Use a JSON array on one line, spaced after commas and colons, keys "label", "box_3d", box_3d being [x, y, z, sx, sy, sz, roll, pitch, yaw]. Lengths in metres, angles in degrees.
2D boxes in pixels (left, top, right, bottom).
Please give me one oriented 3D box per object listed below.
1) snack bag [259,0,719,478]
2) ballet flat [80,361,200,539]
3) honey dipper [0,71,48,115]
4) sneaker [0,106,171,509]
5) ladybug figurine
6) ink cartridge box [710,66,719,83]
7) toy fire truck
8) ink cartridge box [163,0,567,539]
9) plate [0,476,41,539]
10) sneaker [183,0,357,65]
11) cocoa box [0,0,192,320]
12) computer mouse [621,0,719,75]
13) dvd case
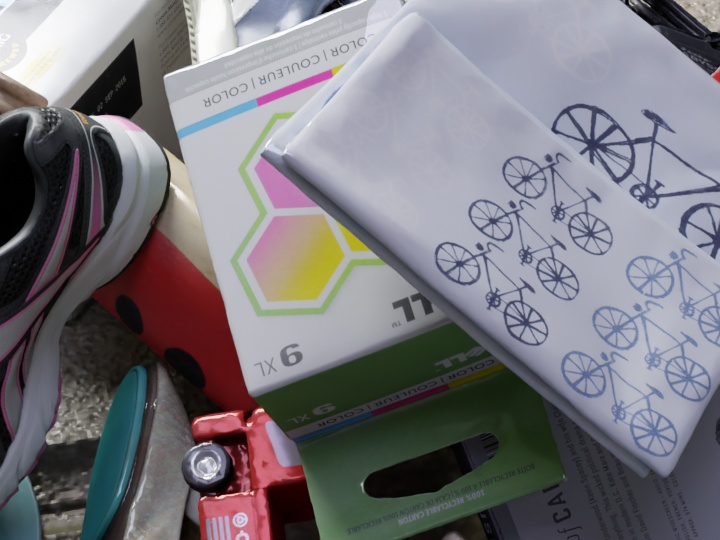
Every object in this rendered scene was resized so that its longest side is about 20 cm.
[{"label": "snack bag", "box_3d": [0.084, -0.040, 0.874, 0.188, 0.021, 0.200, 40, 49, 2]}, {"label": "ballet flat", "box_3d": [-0.089, 0.128, 0.946, 0.062, 0.068, 0.201, 24, 46, -15]}, {"label": "honey dipper", "box_3d": [-0.200, 0.004, 0.979, 0.038, 0.038, 0.201, 30, 90, 30]}, {"label": "sneaker", "box_3d": [-0.165, 0.015, 0.942, 0.080, 0.086, 0.201, 26, 91, 33]}, {"label": "ladybug figurine", "box_3d": [-0.059, 0.016, 1.009, 0.200, 0.136, 0.072, 38, 86, 25]}, {"label": "ink cartridge box", "box_3d": [0.259, -0.055, 1.018, 0.200, 0.045, 0.176, 40, 24, 6]}, {"label": "toy fire truck", "box_3d": [0.008, 0.142, 0.888, 0.140, 0.049, 0.201, -9, 62, 4]}, {"label": "ink cartridge box", "box_3d": [0.000, 0.000, 0.887, 0.103, 0.059, 0.201, -20, 65, 8]}, {"label": "plate", "box_3d": [-0.237, 0.118, 0.976, 0.198, 0.026, 0.201, -1, 45, 1]}, {"label": "sneaker", "box_3d": [-0.038, -0.130, 1.029, 0.084, 0.075, 0.201, -6, 67, -7]}, {"label": "cocoa box", "box_3d": [-0.151, -0.101, 1.121, 0.130, 0.134, 0.200, 19, 48, 20]}, {"label": "computer mouse", "box_3d": [0.160, -0.060, 1.025, 0.138, 0.053, 0.200, 28, 25, -3]}, {"label": "dvd case", "box_3d": [0.147, 0.086, 0.921, 0.199, 0.025, 0.151, -21, 88, -14]}]
